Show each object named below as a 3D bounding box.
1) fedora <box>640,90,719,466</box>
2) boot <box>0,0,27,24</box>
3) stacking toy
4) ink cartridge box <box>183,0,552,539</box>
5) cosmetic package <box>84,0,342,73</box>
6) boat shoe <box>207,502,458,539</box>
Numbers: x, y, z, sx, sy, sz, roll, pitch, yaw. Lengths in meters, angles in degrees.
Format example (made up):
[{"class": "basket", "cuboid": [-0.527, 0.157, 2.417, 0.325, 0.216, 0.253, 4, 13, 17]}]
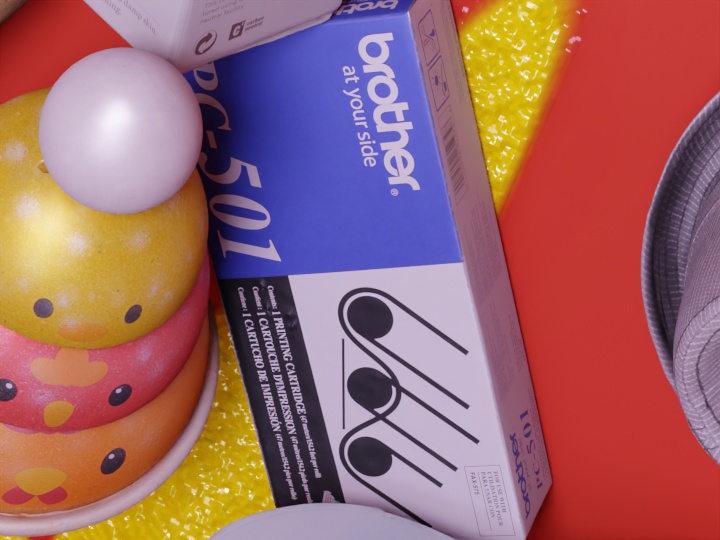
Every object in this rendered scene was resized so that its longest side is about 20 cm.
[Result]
[{"class": "fedora", "cuboid": [0.176, 0.013, 0.801, 0.200, 0.090, 0.177, -19, 108, 28]}, {"class": "boot", "cuboid": [-0.168, -0.064, 0.923, 0.200, 0.074, 0.075, -32, 122, 34]}, {"class": "stacking toy", "cuboid": [-0.098, -0.011, 0.821, 0.146, 0.146, 0.200, 35, 150, 1]}, {"class": "ink cartridge box", "cuboid": [0.000, 0.000, 0.892, 0.094, 0.044, 0.200, -4, 114, 22]}, {"class": "cosmetic package", "cuboid": [-0.044, -0.172, 0.760, 0.113, 0.081, 0.200, 45, 137, 22]}, {"class": "boat shoe", "cuboid": [0.038, 0.140, 0.905, 0.200, 0.071, 0.091, 8, 147, 2]}]
